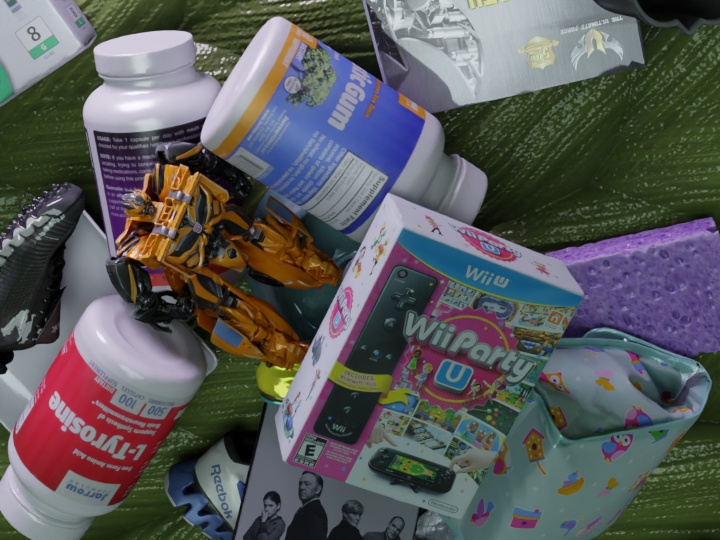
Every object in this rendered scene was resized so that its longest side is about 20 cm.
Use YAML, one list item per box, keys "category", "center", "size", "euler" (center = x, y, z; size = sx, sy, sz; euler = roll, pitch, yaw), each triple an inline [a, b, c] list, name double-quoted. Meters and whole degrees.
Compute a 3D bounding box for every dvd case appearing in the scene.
- category: "dvd case"
  center: [-0.023, 0.189, 1.225]
  size: [0.150, 0.025, 0.201]
  euler: [15, 75, -10]

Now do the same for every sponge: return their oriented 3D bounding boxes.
- category: "sponge"
  center: [0.200, 0.030, 1.199]
  size: [0.199, 0.030, 0.112]
  euler: [-12, 117, 10]

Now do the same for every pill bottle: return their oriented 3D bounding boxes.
- category: "pill bottle"
  center: [-0.008, -0.090, 1.086]
  size: [0.200, 0.112, 0.112]
  euler: [31, 112, -14]
- category: "pill bottle"
  center: [-0.154, -0.081, 1.152]
  size: [0.112, 0.113, 0.201]
  euler: [-4, 112, 8]
- category: "pill bottle"
  center: [-0.220, 0.128, 1.210]
  size: [0.112, 0.112, 0.200]
  euler: [32, 112, -7]

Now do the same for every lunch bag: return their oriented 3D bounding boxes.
- category: "lunch bag"
  center: [0.174, 0.141, 1.179]
  size: [0.199, 0.122, 0.171]
  euler: [-5, 135, -36]

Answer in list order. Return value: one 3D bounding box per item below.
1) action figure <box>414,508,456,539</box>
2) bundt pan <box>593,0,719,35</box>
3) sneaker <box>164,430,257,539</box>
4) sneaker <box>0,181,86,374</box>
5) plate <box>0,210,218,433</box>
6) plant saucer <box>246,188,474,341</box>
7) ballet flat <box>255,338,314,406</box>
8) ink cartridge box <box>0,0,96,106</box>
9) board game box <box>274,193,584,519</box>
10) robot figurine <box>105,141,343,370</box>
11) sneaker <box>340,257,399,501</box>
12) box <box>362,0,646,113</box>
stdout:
- category: "action figure"
  center: [0.098, 0.246, 1.283]
  size: [0.130, 0.069, 0.200]
  euler: [-39, 99, 28]
- category: "bundt pan"
  center: [0.203, -0.267, 1.018]
  size: [0.201, 0.076, 0.203]
  euler: [-8, 103, -36]
- category: "sneaker"
  center: [-0.064, 0.210, 1.278]
  size: [0.199, 0.081, 0.115]
  euler: [41, 112, -9]
- category: "sneaker"
  center: [-0.270, 0.013, 1.197]
  size: [0.090, 0.067, 0.200]
  euler: [40, 114, -12]
- category: "plate"
  center: [-0.254, 0.057, 1.263]
  size: [0.199, 0.032, 0.200]
  euler: [-36, 104, 19]
- category: "plant saucer"
  center: [0.000, 0.000, 1.211]
  size: [0.199, 0.036, 0.201]
  euler: [2, 112, 5]
- category: "ballet flat"
  center: [0.014, 0.091, 1.200]
  size: [0.199, 0.067, 0.067]
  euler: [12, 106, -7]
- category: "ink cartridge box"
  center: [-0.331, -0.221, 1.152]
  size: [0.161, 0.050, 0.200]
  euler: [-30, 108, 16]
- category: "board game box"
  center: [0.046, 0.064, 1.052]
  size: [0.147, 0.064, 0.201]
  euler: [20, 110, -17]
- category: "robot figurine"
  center: [-0.101, -0.009, 1.099]
  size: [0.058, 0.146, 0.200]
  euler: [8, 160, 41]
- category: "sneaker"
  center: [0.024, 0.081, 1.120]
  size: [0.071, 0.112, 0.201]
  euler: [-11, 87, -6]
- category: "box"
  center: [0.103, -0.213, 1.107]
  size: [0.199, 0.048, 0.159]
  euler: [-11, 110, 10]
